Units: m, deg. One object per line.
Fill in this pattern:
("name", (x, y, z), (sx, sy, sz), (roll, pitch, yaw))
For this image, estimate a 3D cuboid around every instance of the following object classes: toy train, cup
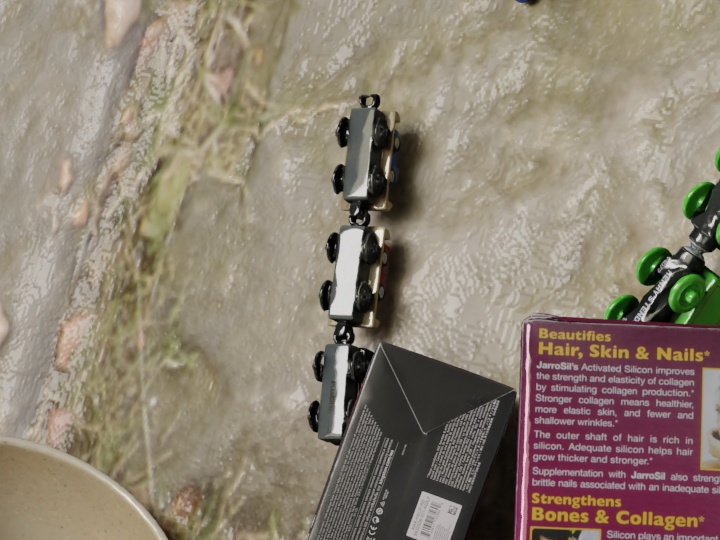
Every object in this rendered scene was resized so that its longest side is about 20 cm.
("toy train", (0.000, 0.000, 1.591), (0.034, 0.046, 0.201), (0, 77, 26))
("cup", (-0.216, 0.214, 1.612), (0.200, 0.200, 0.143), (59, 138, 35))
("toy train", (0.196, -0.031, 1.440), (0.200, 0.056, 0.042), (-55, 46, 10))

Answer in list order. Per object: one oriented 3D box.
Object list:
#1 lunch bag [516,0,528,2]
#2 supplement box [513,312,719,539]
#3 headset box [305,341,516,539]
("lunch bag", (0.034, -0.267, 1.575), (0.124, 0.170, 0.200), (-42, 55, 13))
("supplement box", (0.138, 0.131, 1.368), (0.131, 0.103, 0.201), (3, 74, 5))
("headset box", (0.019, 0.118, 1.456), (0.075, 0.200, 0.149), (20, 89, 2))
